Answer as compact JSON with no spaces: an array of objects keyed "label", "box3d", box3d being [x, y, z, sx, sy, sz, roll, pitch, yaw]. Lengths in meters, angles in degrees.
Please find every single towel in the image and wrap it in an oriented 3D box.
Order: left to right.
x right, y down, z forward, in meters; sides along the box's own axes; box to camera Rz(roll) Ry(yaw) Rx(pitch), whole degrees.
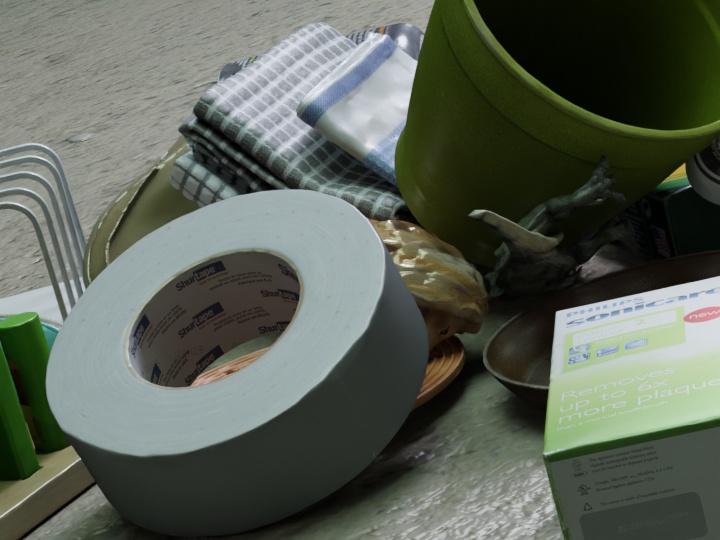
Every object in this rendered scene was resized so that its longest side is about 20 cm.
[{"label":"towel","box3d":[-0.014,-0.075,1.746,0.086,0.166,0.200,-58,-10,31]},{"label":"towel","box3d":[0.063,-0.076,1.713,0.024,0.200,0.147,-59,-6,30]}]

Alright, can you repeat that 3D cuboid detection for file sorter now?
[{"label":"file sorter","box3d":[-0.260,0.001,1.818,0.139,0.125,0.200,-14,15,2]}]

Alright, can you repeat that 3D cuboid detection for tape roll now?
[{"label":"tape roll","box3d":[-0.067,0.047,1.435,0.200,0.066,0.200,-18,38,14]}]

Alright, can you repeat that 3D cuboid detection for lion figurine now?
[{"label":"lion figurine","box3d":[0.000,0.000,1.591,0.122,0.073,0.200,17,2,-13]}]

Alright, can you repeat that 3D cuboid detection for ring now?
[{"label":"ring","box3d":[-0.035,0.076,1.531,0.200,0.019,0.200,-15,16,4]}]

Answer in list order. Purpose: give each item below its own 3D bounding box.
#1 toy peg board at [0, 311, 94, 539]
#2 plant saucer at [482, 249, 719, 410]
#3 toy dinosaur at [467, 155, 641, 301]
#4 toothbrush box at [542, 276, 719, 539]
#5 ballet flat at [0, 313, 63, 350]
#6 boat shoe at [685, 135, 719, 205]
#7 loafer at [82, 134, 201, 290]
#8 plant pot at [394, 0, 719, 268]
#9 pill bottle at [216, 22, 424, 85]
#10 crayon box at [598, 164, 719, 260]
[{"label":"toy peg board","box3d":[-0.269,0.101,1.526,0.199,0.098,0.200,-5,18,33]},{"label":"plant saucer","box3d":[0.167,0.037,1.448,0.200,0.032,0.200,-15,15,4]},{"label":"toy dinosaur","box3d":[0.109,-0.019,1.496,0.088,0.048,0.200,-25,-13,-1]},{"label":"toothbrush box","box3d":[0.165,0.071,1.227,0.145,0.086,0.200,-12,14,10]},{"label":"ballet flat","box3d":[-0.272,0.075,1.699,0.200,0.071,0.071,-14,15,-2]},{"label":"boat shoe","box3d":[0.291,-0.087,1.581,0.200,0.064,0.071,-10,58,-4]},{"label":"loafer","box3d":[-0.120,-0.048,1.835,0.067,0.076,0.200,-29,25,57]},{"label":"plant pot","box3d":[0.112,-0.102,1.590,0.200,0.200,0.193,-28,-20,-37]},{"label":"pill bottle","box3d":[-0.002,-0.130,2.056,0.200,0.106,0.106,-12,16,12]},{"label":"crayon box","box3d":[0.258,-0.065,1.678,0.200,0.051,0.127,-19,16,-14]}]
